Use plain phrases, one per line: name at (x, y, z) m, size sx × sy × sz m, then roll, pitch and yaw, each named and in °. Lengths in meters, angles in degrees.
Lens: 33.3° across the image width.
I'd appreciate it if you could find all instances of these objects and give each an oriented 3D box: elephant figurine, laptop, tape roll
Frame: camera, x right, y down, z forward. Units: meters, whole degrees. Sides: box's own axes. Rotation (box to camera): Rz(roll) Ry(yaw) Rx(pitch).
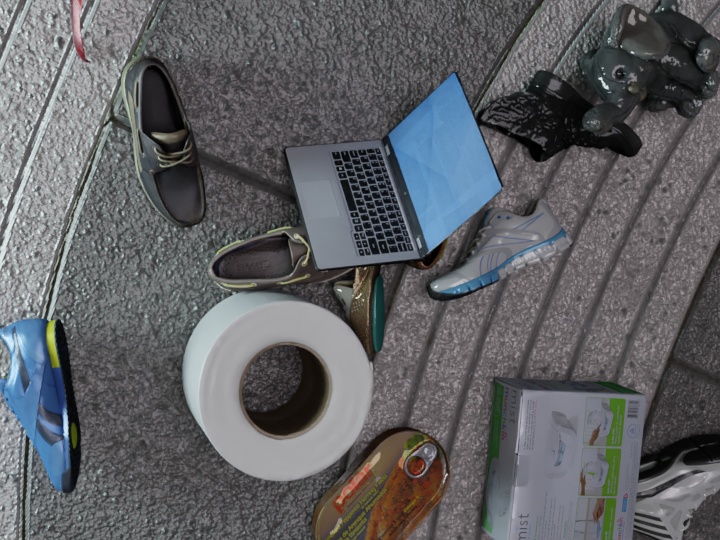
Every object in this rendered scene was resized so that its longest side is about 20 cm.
elephant figurine at (0.334, -0.255, 1.478) m, size 0.198 × 0.155 × 0.143 m, roll -3°, pitch 116°, yaw -24°
laptop at (0.031, -0.115, 1.369) m, size 0.198 × 0.116 × 0.188 m, roll -6°, pitch 53°, yaw -15°
tape roll at (-0.099, 0.127, 1.388) m, size 0.201 × 0.139 × 0.205 m, roll -1°, pitch 95°, yaw -17°

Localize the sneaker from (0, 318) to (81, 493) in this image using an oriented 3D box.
sneaker at (-0.363, 0.154, 1.358) m, size 0.078 × 0.066 × 0.202 m, roll -8°, pitch 97°, yaw -4°

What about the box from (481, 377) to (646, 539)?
box at (0.256, 0.244, 1.523) m, size 0.175 × 0.097 × 0.202 m, roll 3°, pitch 94°, yaw -16°

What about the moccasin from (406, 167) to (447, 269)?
moccasin at (0.091, -0.101, 1.455) m, size 0.073 × 0.078 × 0.203 m, roll 17°, pitch 90°, yaw -17°

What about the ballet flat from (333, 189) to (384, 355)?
ballet flat at (0.000, 0.000, 1.454) m, size 0.065 × 0.070 × 0.202 m, roll 4°, pitch 91°, yaw 10°

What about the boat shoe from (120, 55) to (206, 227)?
boat shoe at (-0.223, -0.143, 1.363) m, size 0.074 × 0.073 × 0.202 m, roll -21°, pitch 100°, yaw -13°

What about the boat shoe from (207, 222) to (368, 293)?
boat shoe at (-0.079, -0.017, 1.395) m, size 0.198 × 0.060 × 0.073 m, roll -11°, pitch 88°, yaw 2°

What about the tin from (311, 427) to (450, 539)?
tin at (0.024, 0.282, 1.491) m, size 0.200 × 0.042 × 0.112 m, roll -46°, pitch 109°, yaw -8°

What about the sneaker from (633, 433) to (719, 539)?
sneaker at (0.436, 0.294, 1.602) m, size 0.199 × 0.076 × 0.116 m, roll -15°, pitch 108°, yaw -6°

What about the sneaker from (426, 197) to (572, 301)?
sneaker at (0.161, -0.028, 1.494) m, size 0.199 × 0.075 × 0.087 m, roll -26°, pitch 91°, yaw -18°

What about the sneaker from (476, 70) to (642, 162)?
sneaker at (0.249, -0.172, 1.507) m, size 0.199 × 0.060 × 0.105 m, roll 34°, pitch 84°, yaw -11°

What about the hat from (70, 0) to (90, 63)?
hat at (-0.349, -0.382, 1.336) m, size 0.164 × 0.176 × 0.201 m, roll 14°, pitch 53°, yaw -15°
